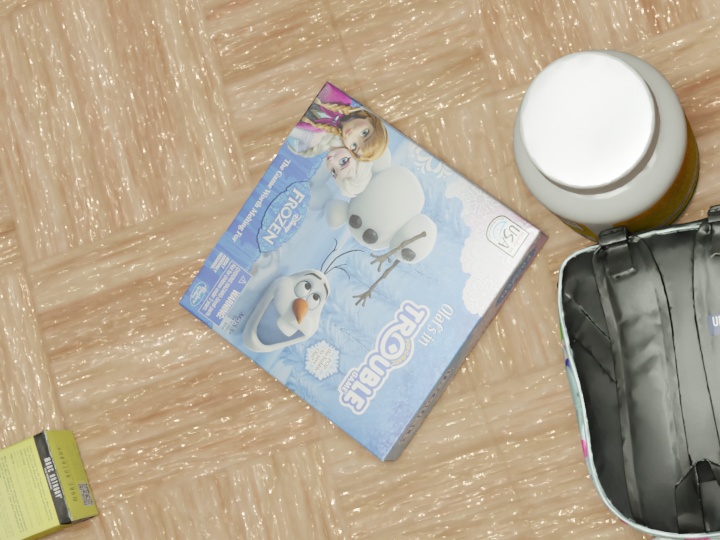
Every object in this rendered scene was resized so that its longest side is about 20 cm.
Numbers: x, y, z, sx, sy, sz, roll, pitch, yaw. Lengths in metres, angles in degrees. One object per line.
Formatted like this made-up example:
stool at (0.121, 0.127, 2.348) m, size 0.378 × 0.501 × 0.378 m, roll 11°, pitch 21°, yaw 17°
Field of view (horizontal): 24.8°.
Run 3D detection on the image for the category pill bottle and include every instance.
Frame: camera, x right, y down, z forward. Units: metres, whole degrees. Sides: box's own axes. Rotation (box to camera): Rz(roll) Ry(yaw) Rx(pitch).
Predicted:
pill bottle at (0.161, -0.082, 1.077) m, size 0.112 × 0.200 × 0.114 m, roll -2°, pitch 84°, yaw 16°

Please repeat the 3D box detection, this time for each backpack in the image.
backpack at (0.226, 0.076, 1.069) m, size 0.176 × 0.150 × 0.202 m, roll -12°, pitch 74°, yaw 17°

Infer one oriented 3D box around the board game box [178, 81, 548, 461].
board game box at (0.000, 0.000, 1.197) m, size 0.198 × 0.043 × 0.201 m, roll 35°, pitch 95°, yaw 15°

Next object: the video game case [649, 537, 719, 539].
video game case at (0.250, 0.260, 1.111) m, size 0.199 × 0.023 × 0.183 m, roll -31°, pitch 77°, yaw 11°

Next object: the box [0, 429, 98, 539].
box at (-0.307, 0.191, 1.265) m, size 0.199 × 0.050 × 0.076 m, roll -24°, pitch 79°, yaw 12°
